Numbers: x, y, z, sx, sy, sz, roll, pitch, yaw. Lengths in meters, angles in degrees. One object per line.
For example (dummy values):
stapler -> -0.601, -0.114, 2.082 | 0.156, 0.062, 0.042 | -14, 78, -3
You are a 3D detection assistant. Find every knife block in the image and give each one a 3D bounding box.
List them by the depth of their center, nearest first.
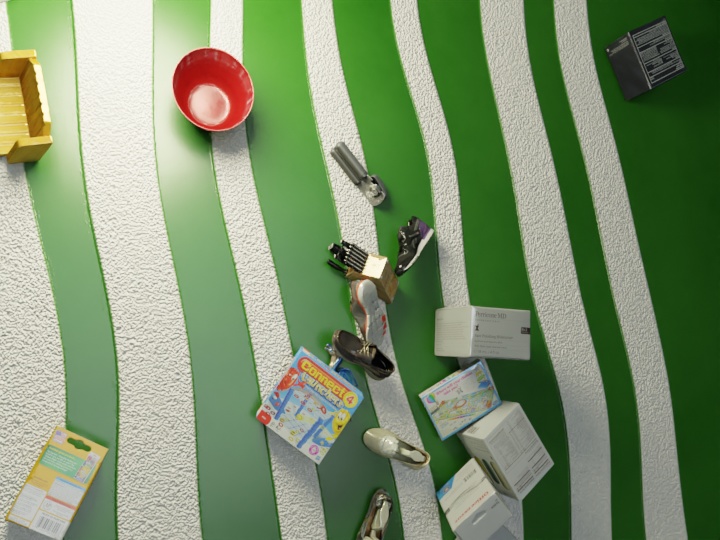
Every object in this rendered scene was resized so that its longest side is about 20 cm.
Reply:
knife block -> 0.000, 0.000, 1.603 | 0.171, 0.201, 0.065 | 14, 65, 26

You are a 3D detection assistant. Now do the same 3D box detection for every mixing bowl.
mixing bowl -> -0.369, -0.426, 1.473 | 0.193, 0.108, 0.208 | 3, 82, -22

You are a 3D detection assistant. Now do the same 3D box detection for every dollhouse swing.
dollhouse swing -> -0.782, -0.347, 1.272 | 0.172, 0.179, 0.207 | -9, 87, -42

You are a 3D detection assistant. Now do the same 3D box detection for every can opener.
can opener -> 0.000, -0.269, 1.645 | 0.201, 0.053, 0.067 | 51, 37, -9

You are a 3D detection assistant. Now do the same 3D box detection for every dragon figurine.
dragon figurine -> -0.045, 0.288, 1.546 | 0.098, 0.059, 0.203 | -35, 96, -21

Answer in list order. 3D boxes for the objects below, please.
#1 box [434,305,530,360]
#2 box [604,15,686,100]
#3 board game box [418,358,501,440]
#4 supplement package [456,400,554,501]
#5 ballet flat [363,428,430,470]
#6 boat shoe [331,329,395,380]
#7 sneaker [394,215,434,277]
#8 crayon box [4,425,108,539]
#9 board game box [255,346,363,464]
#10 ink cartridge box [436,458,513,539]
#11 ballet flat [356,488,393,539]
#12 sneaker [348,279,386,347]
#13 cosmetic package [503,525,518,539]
box -> 0.330, 0.173, 1.637 | 0.192, 0.199, 0.136 | 5, 82, -20
box -> 0.974, -0.723, 2.046 | 0.196, 0.123, 0.204 | -26, 92, -21
board game box -> 0.275, 0.356, 1.651 | 0.196, 0.034, 0.137 | -29, 95, -4
supplement package -> 0.396, 0.489, 1.651 | 0.149, 0.151, 0.203 | -35, 97, -21
ballet flat -> 0.101, 0.472, 1.581 | 0.196, 0.069, 0.071 | 27, 75, -17
boat shoe -> 0.013, 0.208, 1.533 | 0.198, 0.072, 0.076 | 36, 50, -27
sneaker -> 0.125, -0.069, 1.643 | 0.087, 0.076, 0.201 | 41, 49, -6
crayon box -> -0.647, 0.453, 1.286 | 0.124, 0.051, 0.205 | 30, 74, -16
board game box -> -0.123, 0.330, 1.469 | 0.198, 0.056, 0.198 | 36, 89, -5
ink cartridge box -> 0.291, 0.604, 1.550 | 0.144, 0.200, 0.084 | -42, 98, 0
ballet flat -> 0.035, 0.666, 1.529 | 0.070, 0.072, 0.206 | 24, 76, -17
sneaker -> 0.013, 0.114, 1.591 | 0.076, 0.081, 0.207 | -25, 115, -38
cosmetic package -> 0.347, 0.801, 1.612 | 0.200, 0.122, 0.201 | 44, 70, -10
